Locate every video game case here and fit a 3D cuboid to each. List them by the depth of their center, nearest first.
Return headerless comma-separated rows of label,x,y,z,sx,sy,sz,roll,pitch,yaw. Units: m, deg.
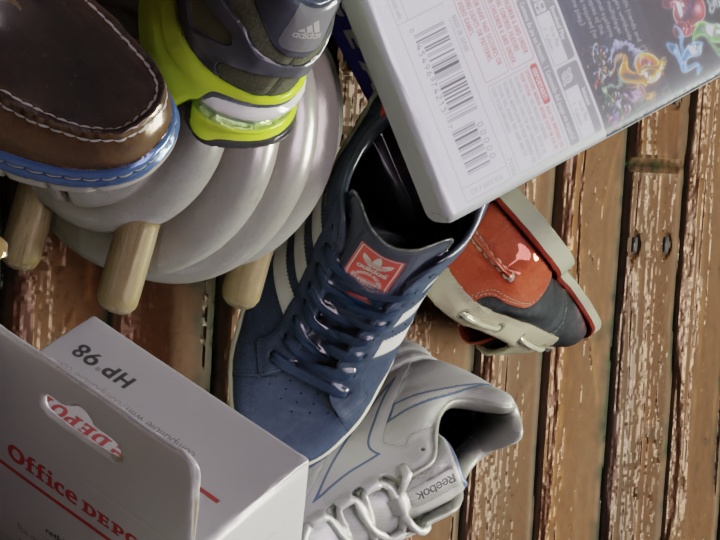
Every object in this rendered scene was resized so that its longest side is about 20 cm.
video game case,0.067,-0.148,0.903,0.181,0.023,0.201,-28,104,-21

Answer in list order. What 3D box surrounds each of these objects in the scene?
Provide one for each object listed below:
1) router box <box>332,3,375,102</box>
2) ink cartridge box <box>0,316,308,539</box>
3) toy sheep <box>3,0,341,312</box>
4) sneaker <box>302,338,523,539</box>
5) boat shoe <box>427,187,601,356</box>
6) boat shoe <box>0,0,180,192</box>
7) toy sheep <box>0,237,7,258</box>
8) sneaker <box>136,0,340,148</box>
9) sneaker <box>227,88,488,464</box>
router box,0.061,-0.160,1.021,0.179,0.049,0.201,-33,106,-18
ink cartridge box,-0.084,0.103,0.865,0.067,0.115,0.201,-35,145,-39
toy sheep,-0.076,-0.056,0.886,0.200,0.137,0.139,-4,99,-66
sneaker,-0.005,0.098,1.030,0.200,0.087,0.075,-42,126,-35
boat shoe,0.070,0.010,1.089,0.063,0.071,0.200,-43,165,0
boat shoe,-0.146,-0.100,0.759,0.072,0.199,0.073,-53,171,-32
toy sheep,-0.198,0.023,0.764,0.200,0.137,0.138,-54,131,-29
sneaker,-0.047,-0.149,0.806,0.073,0.081,0.202,-5,68,-35
sneaker,0.000,0.000,0.958,0.074,0.085,0.201,22,103,-9
